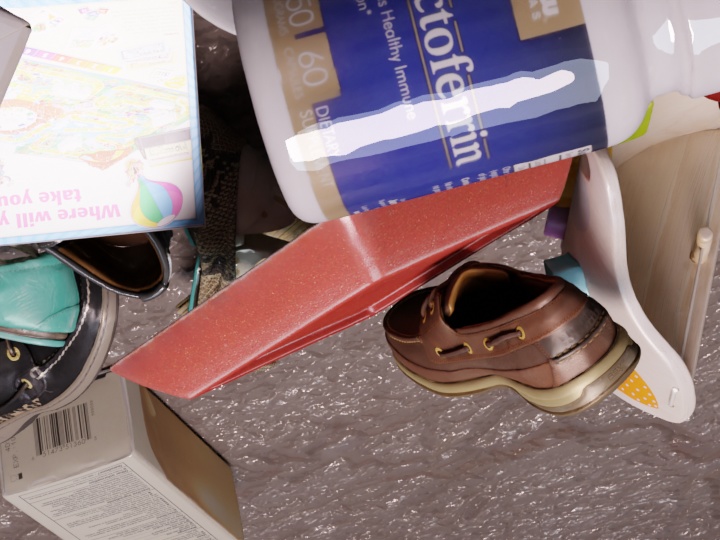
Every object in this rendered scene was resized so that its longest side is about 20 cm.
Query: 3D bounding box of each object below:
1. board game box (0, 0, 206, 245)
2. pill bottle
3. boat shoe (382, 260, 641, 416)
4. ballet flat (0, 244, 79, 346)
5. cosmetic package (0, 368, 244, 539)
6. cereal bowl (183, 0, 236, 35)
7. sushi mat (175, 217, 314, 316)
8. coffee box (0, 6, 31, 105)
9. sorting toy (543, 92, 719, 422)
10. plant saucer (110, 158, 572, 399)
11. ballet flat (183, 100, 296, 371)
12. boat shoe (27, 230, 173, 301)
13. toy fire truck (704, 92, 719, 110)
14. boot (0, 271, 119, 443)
[{"bbox_3d":[-0.179,-0.078,0.911,0.198,0.034,0.135,-6,120,-9],"label":"board game box"},{"bbox_3d":[0.054,-0.098,0.771,0.198,0.117,0.116,-15,150,5],"label":"pill bottle"},{"bbox_3d":[0.069,0.025,0.984,0.068,0.072,0.200,55,159,-20],"label":"boat shoe"},{"bbox_3d":[-0.256,-0.001,1.036,0.198,0.071,0.067,6,-179,-9],"label":"ballet flat"},{"bbox_3d":[-0.169,0.150,1.317,0.104,0.072,0.200,-18,149,10],"label":"cosmetic package"},{"bbox_3d":[0.002,-0.186,0.801,0.198,0.084,0.201,-8,149,-5],"label":"cereal bowl"},{"bbox_3d":[-0.020,-0.009,1.103,0.095,0.012,0.200,16,141,-35],"label":"sushi mat"},{"bbox_3d":[-0.224,-0.087,0.754,0.079,0.200,0.114,19,99,-38],"label":"coffee box"},{"bbox_3d":[0.148,-0.051,1.012,0.106,0.201,0.180,9,151,15],"label":"sorting toy"},{"bbox_3d":[0.000,0.000,0.939,0.200,0.037,0.199,-34,173,42],"label":"plant saucer"},{"bbox_3d":[-0.068,-0.017,1.044,0.075,0.068,0.201,5,134,6],"label":"ballet flat"},{"bbox_3d":[-0.168,-0.049,0.991,0.071,0.068,0.200,-24,143,22],"label":"boat shoe"},{"bbox_3d":[0.198,-0.151,0.907,0.198,0.130,0.176,15,143,-19],"label":"toy fire truck"},{"bbox_3d":[-0.249,0.043,1.116,0.150,0.074,0.200,13,148,-36],"label":"boot"}]
